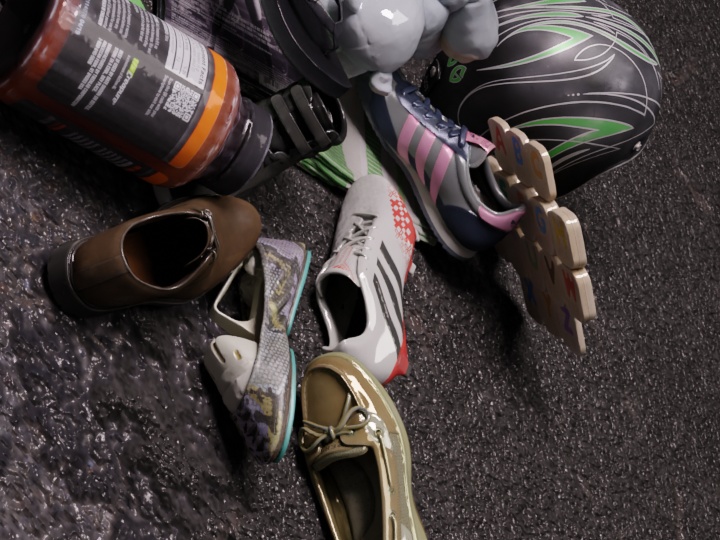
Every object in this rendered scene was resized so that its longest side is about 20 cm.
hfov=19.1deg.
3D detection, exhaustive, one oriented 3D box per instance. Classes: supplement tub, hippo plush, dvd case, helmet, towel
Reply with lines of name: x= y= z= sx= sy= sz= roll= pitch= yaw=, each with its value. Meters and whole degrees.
supplement tub: x=-0.159 y=-0.126 z=1.502 sx=0.200 sy=0.107 sz=0.107 roll=30 pitch=43 yaw=-30
hippo plush: x=0.037 y=-0.205 z=1.754 sx=0.161 sy=0.199 sz=0.160 roll=-51 pitch=129 yaw=-33
dvd case: x=-0.106 y=-0.230 z=1.749 sx=0.148 sy=0.016 sz=0.201 roll=27 pitch=44 yaw=-34
helmet: x=0.175 y=-0.171 z=1.967 sx=0.200 sy=0.190 sz=0.201 roll=35 pitch=39 yaw=-36
towel: x=0.002 y=-0.119 z=1.835 sx=0.200 sy=0.023 sz=0.153 roll=31 pitch=42 yaw=-41

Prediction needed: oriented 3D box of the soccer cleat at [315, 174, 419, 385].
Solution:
soccer cleat: x=0.000 y=0.000 z=1.702 sx=0.085 sy=0.068 sz=0.201 roll=35 pitch=45 yaw=-43

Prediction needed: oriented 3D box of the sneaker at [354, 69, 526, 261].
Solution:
sneaker: x=0.072 y=-0.112 z=1.834 sx=0.201 sy=0.082 sz=0.070 roll=58 pitch=32 yaw=-6

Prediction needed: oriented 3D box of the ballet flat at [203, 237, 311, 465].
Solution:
ballet flat: x=-0.080 y=0.054 z=1.556 sx=0.072 sy=0.072 sz=0.201 roll=40 pitch=38 yaw=-32

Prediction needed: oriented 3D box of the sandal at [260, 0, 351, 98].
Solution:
sandal: x=-0.051 y=-0.229 z=1.656 sx=0.076 sy=0.043 sz=0.201 roll=1 pitch=66 yaw=-65

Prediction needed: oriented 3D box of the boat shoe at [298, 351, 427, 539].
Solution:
boat shoe: x=-0.003 y=0.157 z=1.572 sx=0.063 sy=0.073 sz=0.202 roll=0 pitch=74 yaw=-61

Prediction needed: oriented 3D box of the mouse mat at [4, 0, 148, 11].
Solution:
mouse mat: x=-0.210 y=-0.197 z=1.600 sx=0.201 sy=0.008 sz=0.161 roll=61 pitch=31 yaw=0

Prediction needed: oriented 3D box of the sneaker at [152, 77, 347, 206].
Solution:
sneaker: x=-0.080 y=-0.097 z=1.626 sx=0.071 sy=0.099 sz=0.200 roll=60 pitch=32 yaw=-6

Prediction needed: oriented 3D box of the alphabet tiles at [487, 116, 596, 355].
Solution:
alphabet tiles: x=0.151 y=-0.029 z=1.858 sx=0.200 sy=0.015 sz=0.197 roll=-136 pitch=-150 yaw=-63

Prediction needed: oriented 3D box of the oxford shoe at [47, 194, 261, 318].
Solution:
oxford shoe: x=-0.122 y=-0.014 z=1.497 sx=0.200 sy=0.084 sz=0.073 roll=-27 pitch=97 yaw=-54
